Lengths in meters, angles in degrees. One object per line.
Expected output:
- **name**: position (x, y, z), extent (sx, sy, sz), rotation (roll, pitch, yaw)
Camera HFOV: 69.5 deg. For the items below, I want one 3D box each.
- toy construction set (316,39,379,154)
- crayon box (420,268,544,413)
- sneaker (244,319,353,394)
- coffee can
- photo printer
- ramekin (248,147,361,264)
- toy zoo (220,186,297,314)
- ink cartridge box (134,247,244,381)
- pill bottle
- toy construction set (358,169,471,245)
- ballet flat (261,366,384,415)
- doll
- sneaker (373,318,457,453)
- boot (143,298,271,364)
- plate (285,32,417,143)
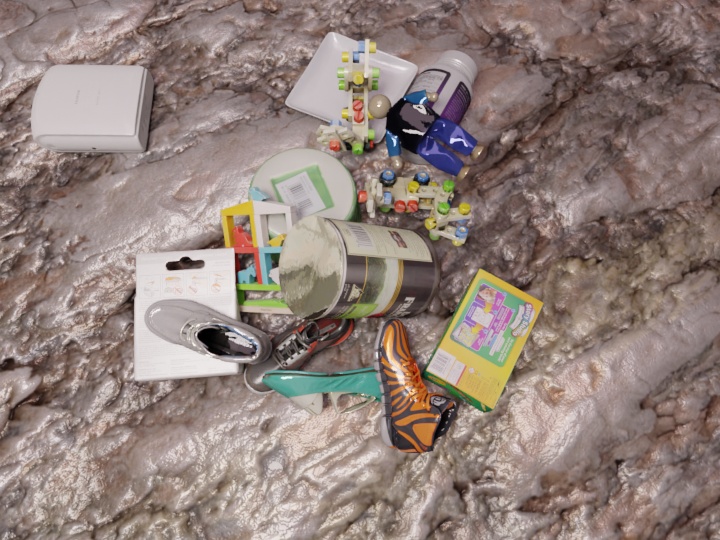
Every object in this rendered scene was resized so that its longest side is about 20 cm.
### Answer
- **toy construction set**: position (-0.010, -0.282, 0.902), extent (0.092, 0.131, 0.200), rotation (15, 73, 3)
- **crayon box**: position (0.199, 0.112, 0.844), extent (0.119, 0.058, 0.200), rotation (29, 72, 7)
- **sneaker**: position (-0.101, 0.115, 0.817), extent (0.200, 0.082, 0.077), rotation (-37, 76, -13)
- **coffee can**: position (0.000, 0.000, 0.780), extent (0.200, 0.146, 0.147), rotation (4, 65, -42)
- **photo printer**: position (-0.493, -0.297, 0.952), extent (0.200, 0.069, 0.167), rotation (0, 71, -3)
- **ramekin**: position (-0.096, -0.110, 0.888), extent (0.200, 0.098, 0.200), rotation (1, 71, -2)
- **toy zoo**: position (-0.155, -0.031, 0.820), extent (0.131, 0.020, 0.200), rotation (0, 103, 25)
- **ink cartridge box**: position (-0.273, 0.070, 0.829), extent (0.161, 0.050, 0.200), rotation (-3, 79, -3)
- **pill bottle**: position (0.139, -0.305, 0.960), extent (0.111, 0.111, 0.200), rotation (28, 72, 7)
- **toy construction set**: position (0.085, -0.114, 0.887), extent (0.200, 0.092, 0.131), rotation (11, 50, -18)
- **ballet flat**: position (-0.048, 0.183, 0.785), extent (0.200, 0.067, 0.071), rotation (2, 73, -21)
- **doll**: position (0.098, -0.225, 0.858), extent (0.200, 0.048, 0.137), rotation (33, 107, -1)
- **sneaker**: position (0.086, 0.171, 0.772), extent (0.112, 0.078, 0.200), rotation (-6, 91, 39)
- **boot**: position (-0.229, 0.086, 0.756), extent (0.200, 0.096, 0.074), rotation (15, 81, 0)
- **plate**: position (-0.015, -0.354, 1.012), extent (0.199, 0.032, 0.200), rotation (24, 72, 7)
